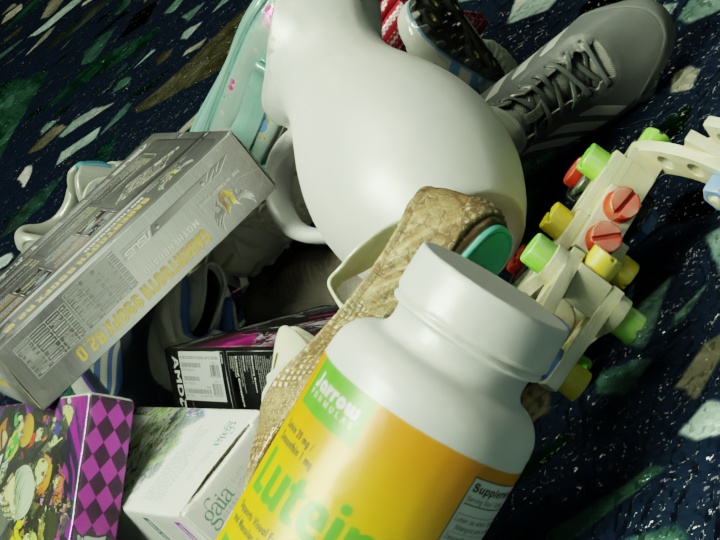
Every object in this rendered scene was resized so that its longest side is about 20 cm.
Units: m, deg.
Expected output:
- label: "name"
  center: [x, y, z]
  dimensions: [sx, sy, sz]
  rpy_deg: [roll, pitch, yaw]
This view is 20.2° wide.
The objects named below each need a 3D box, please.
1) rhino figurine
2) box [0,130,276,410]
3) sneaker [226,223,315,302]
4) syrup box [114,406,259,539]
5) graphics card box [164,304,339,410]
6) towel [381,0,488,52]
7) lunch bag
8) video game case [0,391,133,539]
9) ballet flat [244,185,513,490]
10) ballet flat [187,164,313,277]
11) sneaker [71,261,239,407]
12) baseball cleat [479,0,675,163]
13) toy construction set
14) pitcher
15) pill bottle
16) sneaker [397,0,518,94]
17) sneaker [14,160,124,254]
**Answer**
- label: "rhino figurine"
  center: [0.000, 0.000, 1.326]
  dimensions: [0.199, 0.060, 0.088]
  rpy_deg: [-21, 25, 39]
- label: "box"
  center: [-0.161, -0.005, 1.263]
  dimensions: [0.200, 0.048, 0.158]
  rpy_deg: [-45, 19, -16]
- label: "sneaker"
  center: [-0.083, -0.016, 1.486]
  dimensions: [0.201, 0.073, 0.114]
  rpy_deg: [-48, 25, -19]
- label: "syrup box"
  center: [-0.105, 0.136, 1.206]
  dimensions: [0.079, 0.082, 0.199]
  rpy_deg: [-53, 24, -23]
- label: "graphics card box"
  center: [-0.015, 0.053, 1.185]
  dimensions: [0.125, 0.051, 0.199]
  rpy_deg: [-15, 5, -32]
- label: "towel"
  center: [0.017, -0.130, 1.427]
  dimensions: [0.145, 0.022, 0.200]
  rpy_deg: [-55, -14, 14]
- label: "lunch bag"
  center: [-0.040, -0.147, 1.409]
  dimensions: [0.160, 0.077, 0.201]
  rpy_deg: [-40, -16, -43]
- label: "video game case"
  center: [-0.202, 0.179, 1.210]
  dimensions: [0.181, 0.036, 0.202]
  rpy_deg: [-11, 69, 55]
- label: "ballet flat"
  center: [-0.003, 0.036, 1.048]
  dimensions: [0.065, 0.071, 0.200]
  rpy_deg: [35, 76, 32]
- label: "ballet flat"
  center: [-0.089, -0.022, 1.374]
  dimensions: [0.072, 0.072, 0.199]
  rpy_deg: [-52, 20, -27]
- label: "sneaker"
  center: [-0.132, 0.046, 1.383]
  dimensions: [0.147, 0.080, 0.200]
  rpy_deg: [-55, 27, 18]
- label: "baseball cleat"
  center: [0.116, -0.101, 1.282]
  dimensions: [0.199, 0.070, 0.106]
  rpy_deg: [-36, 5, 12]
- label: "toy construction set"
  center: [0.137, -0.018, 1.077]
  dimensions: [0.200, 0.092, 0.131]
  rpy_deg: [-40, -1, -17]
- label: "pitcher"
  center: [0.007, -0.055, 1.188]
  dimensions: [0.200, 0.120, 0.173]
  rpy_deg: [54, 139, 40]
- label: "pill bottle"
  center: [0.014, 0.093, 0.963]
  dimensions: [0.201, 0.110, 0.111]
  rpy_deg: [-60, 20, 7]
- label: "sneaker"
  center: [0.061, -0.134, 1.372]
  dimensions: [0.072, 0.072, 0.200]
  rpy_deg: [-33, -17, 11]
- label: "sneaker"
  center: [-0.166, -0.055, 1.478]
  dimensions: [0.199, 0.087, 0.075]
  rpy_deg: [-38, 28, -9]
